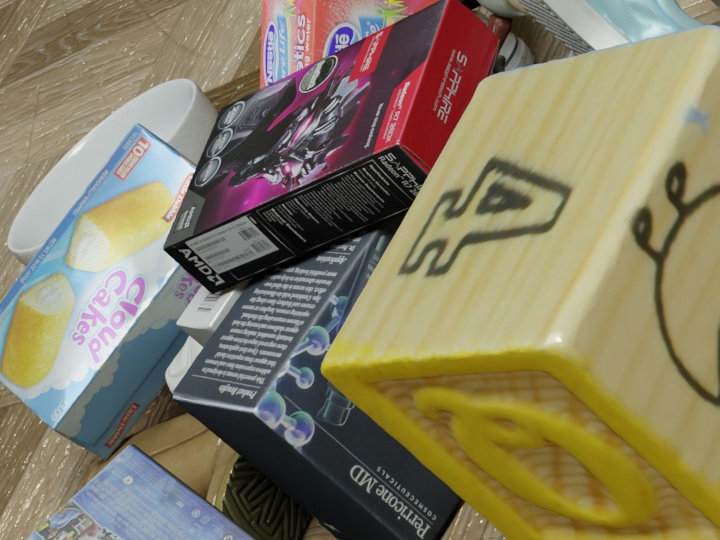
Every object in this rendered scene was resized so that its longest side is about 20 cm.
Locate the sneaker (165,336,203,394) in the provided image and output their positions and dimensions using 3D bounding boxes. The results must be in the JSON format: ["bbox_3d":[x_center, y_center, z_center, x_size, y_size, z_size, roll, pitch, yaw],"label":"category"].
[{"bbox_3d":[-0.062,0.022,1.638,0.200,0.075,0.081,-40,-3,-44],"label":"sneaker"}]

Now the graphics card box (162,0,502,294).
[{"bbox_3d":[-0.018,-0.072,1.421,0.200,0.051,0.126,-23,36,41],"label":"graphics card box"}]

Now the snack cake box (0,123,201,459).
[{"bbox_3d":[-0.164,0.014,1.673,0.115,0.067,0.200,36,89,39],"label":"snack cake box"}]

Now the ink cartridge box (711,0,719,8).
[{"bbox_3d":[0.283,-0.207,1.451,0.145,0.083,0.200,-46,26,3],"label":"ink cartridge box"}]

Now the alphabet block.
[{"bbox_3d":[0.136,0.021,1.237,0.196,0.195,0.200,-11,45,54],"label":"alphabet block"}]

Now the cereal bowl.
[{"bbox_3d":[-0.183,-0.057,1.948,0.200,0.083,0.200,-36,21,16],"label":"cereal bowl"}]

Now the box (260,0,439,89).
[{"bbox_3d":[-0.007,-0.139,1.613,0.103,0.095,0.200,-160,70,-66],"label":"box"}]

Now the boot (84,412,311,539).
[{"bbox_3d":[-0.111,0.149,1.590,0.200,0.066,0.175,-25,21,37],"label":"boot"}]

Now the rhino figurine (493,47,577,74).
[{"bbox_3d":[0.094,-0.103,1.606,0.200,0.060,0.088,-25,77,40],"label":"rhino figurine"}]

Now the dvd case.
[{"bbox_3d":[-0.152,0.202,1.369,0.143,0.018,0.200,34,65,32],"label":"dvd case"}]

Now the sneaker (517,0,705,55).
[{"bbox_3d":[0.153,-0.175,1.504,0.082,0.200,0.074,-47,-2,-4],"label":"sneaker"}]

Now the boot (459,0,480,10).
[{"bbox_3d":[0.040,-0.203,1.766,0.166,0.072,0.200,-28,5,29],"label":"boot"}]

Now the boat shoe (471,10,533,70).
[{"bbox_3d":[0.029,-0.118,1.737,0.200,0.067,0.074,-37,27,21],"label":"boat shoe"}]

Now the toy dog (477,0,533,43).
[{"bbox_3d":[0.142,-0.204,1.641,0.200,0.096,0.132,-8,39,-19],"label":"toy dog"}]

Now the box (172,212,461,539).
[{"bbox_3d":[0.015,0.043,1.440,0.200,0.148,0.107,-56,27,-16],"label":"box"}]

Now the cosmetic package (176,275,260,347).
[{"bbox_3d":[0.000,0.000,1.520,0.200,0.151,0.052,-56,25,-17],"label":"cosmetic package"}]
